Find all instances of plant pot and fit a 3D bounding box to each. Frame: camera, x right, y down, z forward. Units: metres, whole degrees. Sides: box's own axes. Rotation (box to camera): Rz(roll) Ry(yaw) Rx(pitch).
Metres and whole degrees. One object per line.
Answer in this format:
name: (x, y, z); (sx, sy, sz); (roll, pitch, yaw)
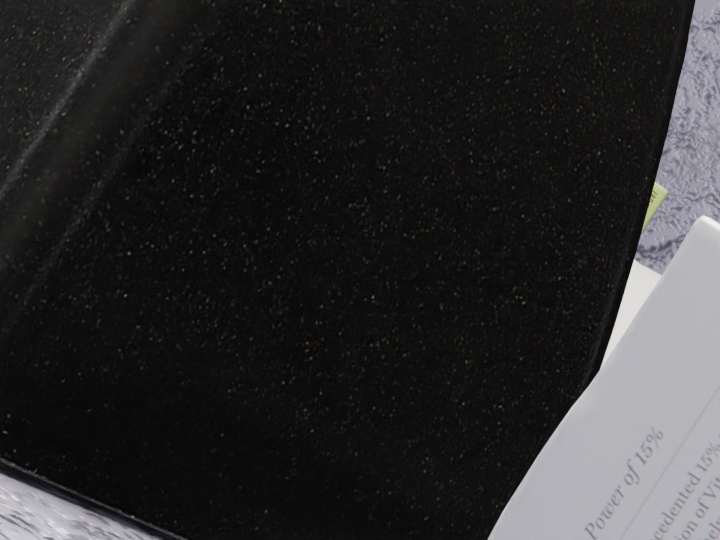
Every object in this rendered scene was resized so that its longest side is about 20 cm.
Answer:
plant pot: (-0.037, -0.048, 0.688); (0.199, 0.178, 0.200); (28, 7, -42)

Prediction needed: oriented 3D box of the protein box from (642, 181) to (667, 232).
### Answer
protein box: (0.002, -0.053, 1.316); (0.200, 0.135, 0.199); (31, 5, -20)

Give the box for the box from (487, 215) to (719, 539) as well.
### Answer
box: (0.127, 0.098, 0.577); (0.200, 0.125, 0.097); (35, 4, 21)

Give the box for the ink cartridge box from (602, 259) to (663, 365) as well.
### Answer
ink cartridge box: (0.144, 0.087, 0.822); (0.199, 0.084, 0.145); (27, 15, 2)
